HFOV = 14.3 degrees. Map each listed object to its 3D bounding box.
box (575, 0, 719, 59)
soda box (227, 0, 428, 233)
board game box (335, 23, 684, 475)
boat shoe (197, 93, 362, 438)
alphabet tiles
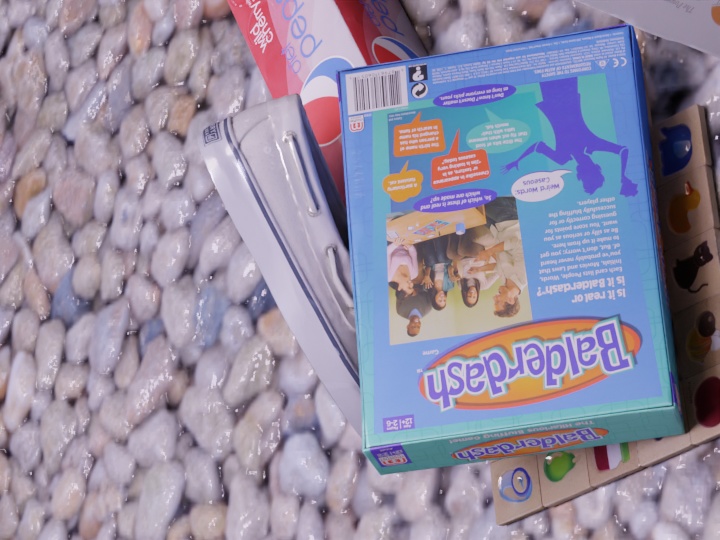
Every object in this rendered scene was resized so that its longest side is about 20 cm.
[{"bbox_3d":[0.169,-0.216,1.345,0.200,0.124,0.098,-55,43,21],"label":"box"},{"bbox_3d":[-0.006,-0.107,1.562,0.070,0.063,0.201,-50,46,27],"label":"soda box"},{"bbox_3d":[0.071,-0.011,1.387,0.151,0.045,0.201,-8,68,10],"label":"board game box"},{"bbox_3d":[0.000,-0.002,1.471,0.086,0.203,0.075,-27,12,7],"label":"boat shoe"},{"bbox_3d":[0.116,0.009,1.426,0.167,0.008,0.201,-28,58,42],"label":"alphabet tiles"}]
